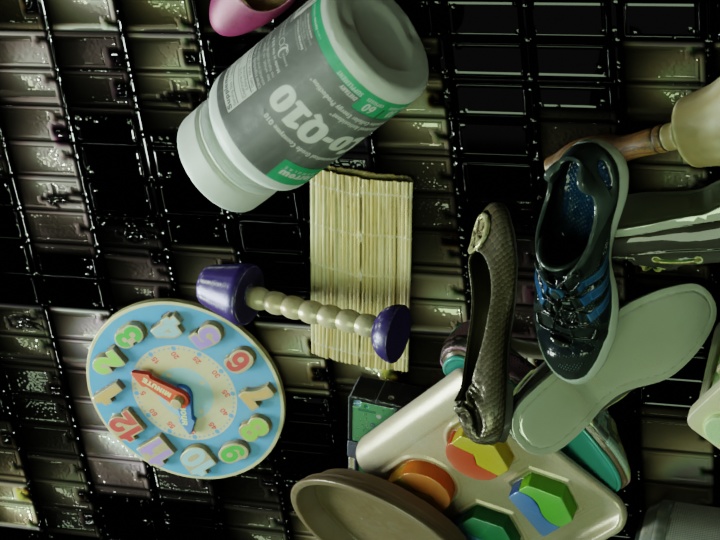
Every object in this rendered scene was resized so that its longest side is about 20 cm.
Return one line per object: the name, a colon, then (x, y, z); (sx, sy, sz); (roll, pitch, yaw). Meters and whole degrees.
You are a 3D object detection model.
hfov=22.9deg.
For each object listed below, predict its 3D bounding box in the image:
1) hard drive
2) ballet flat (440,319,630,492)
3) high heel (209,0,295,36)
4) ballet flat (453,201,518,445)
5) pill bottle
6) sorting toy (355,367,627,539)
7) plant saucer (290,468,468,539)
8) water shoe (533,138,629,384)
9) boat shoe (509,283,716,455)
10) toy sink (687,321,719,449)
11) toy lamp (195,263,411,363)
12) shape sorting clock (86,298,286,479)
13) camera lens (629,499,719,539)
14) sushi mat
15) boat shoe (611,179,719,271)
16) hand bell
hard drive: (0.086, 0.177, 1.632); (0.198, 0.038, 0.141); (9, 124, 14)
ballet flat: (0.161, 0.107, 1.536); (0.199, 0.071, 0.069); (35, 145, -1)
high heel: (-0.067, -0.236, 1.378); (0.067, 0.096, 0.200); (39, 126, -8)
ballet flat: (0.100, 0.042, 1.458); (0.046, 0.203, 0.067); (4, 169, -8)
pill bottle: (-0.050, -0.136, 1.428); (0.113, 0.113, 0.199); (46, 126, -13)
sorting toy: (0.109, 0.192, 1.567); (0.200, 0.037, 0.185); (41, 138, -8)
plant saucer: (0.027, 0.243, 1.639); (0.198, 0.030, 0.201); (24, 153, 13)
water shoe: (0.156, -0.002, 1.374); (0.071, 0.079, 0.202); (16, 114, 32)
boat shoe: (0.202, 0.075, 1.469); (0.201, 0.060, 0.072); (-36, 99, -4)
toy sink: (0.337, 0.086, 1.377); (0.112, 0.201, 0.131); (35, 128, -5)
toy lamp: (-0.053, 0.034, 1.564); (0.198, 0.058, 0.059); (15, 127, 24)
shape sorting clock: (-0.167, 0.116, 1.684); (0.198, 0.039, 0.202); (10, 125, 14)
camera lens: (0.327, 0.289, 1.539); (0.198, 0.160, 0.161); (6, 124, 16)
sushi mat: (0.000, 0.000, 1.561); (0.095, 0.012, 0.202); (10, 124, 14)
boat shoe: (0.248, -0.028, 1.414); (0.199, 0.072, 0.061); (-9, 114, 22)
hand bell: (0.228, -0.099, 1.383); (0.199, 0.104, 0.105); (-13, 118, 41)
